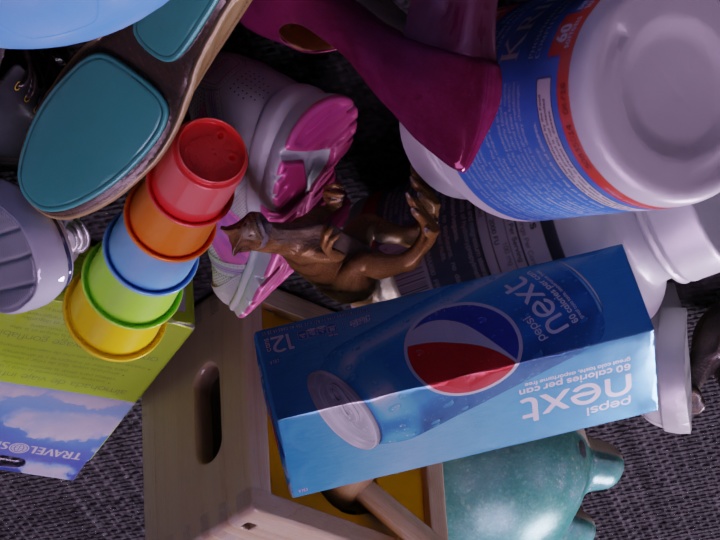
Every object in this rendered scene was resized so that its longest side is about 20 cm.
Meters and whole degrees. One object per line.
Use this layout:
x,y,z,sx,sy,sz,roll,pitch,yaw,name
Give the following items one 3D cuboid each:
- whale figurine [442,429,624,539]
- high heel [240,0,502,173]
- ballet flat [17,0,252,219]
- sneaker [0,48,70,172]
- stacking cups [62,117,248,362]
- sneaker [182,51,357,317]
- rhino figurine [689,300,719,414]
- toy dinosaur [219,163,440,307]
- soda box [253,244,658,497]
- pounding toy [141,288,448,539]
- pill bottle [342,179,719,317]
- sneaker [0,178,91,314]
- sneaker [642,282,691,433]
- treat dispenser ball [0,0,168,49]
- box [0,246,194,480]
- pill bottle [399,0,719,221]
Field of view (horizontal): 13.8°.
0.094,0.153,1.915,0.158,0.104,0.200,-12,147,12,whale figurine
-0.005,-0.098,1.449,0.067,0.097,0.200,10,177,-33,high heel
-0.097,-0.105,1.473,0.200,0.069,0.063,-51,169,26,ballet flat
-0.176,-0.109,1.506,0.106,0.075,0.200,3,157,-19,sneaker
-0.108,-0.016,1.555,0.060,0.061,0.200,6,155,-15,stacking cups
-0.059,-0.052,1.594,0.088,0.081,0.200,39,150,16,sneaker
0.277,0.030,1.757,0.199,0.088,0.060,-23,121,30,rhino figurine
0.000,0.000,1.564,0.106,0.061,0.200,-35,136,15,toy dinosaur
0.050,0.052,1.543,0.199,0.064,0.068,-14,139,-4,soda box
-0.015,0.127,1.770,0.184,0.201,0.142,22,139,-36,pounding toy
0.102,-0.014,1.635,0.199,0.120,0.120,-19,145,23,pill bottle
-0.179,-0.022,1.590,0.071,0.073,0.200,-17,-169,-20,sneaker
0.131,0.050,1.709,0.115,0.074,0.200,-1,-172,1,sneaker
-0.141,-0.193,1.242,0.200,0.202,0.201,-3,148,-2,treat dispenser ball
-0.190,0.054,1.777,0.121,0.048,0.200,12,145,-22,box
0.102,-0.081,1.483,0.112,0.113,0.200,16,170,-28,pill bottle
